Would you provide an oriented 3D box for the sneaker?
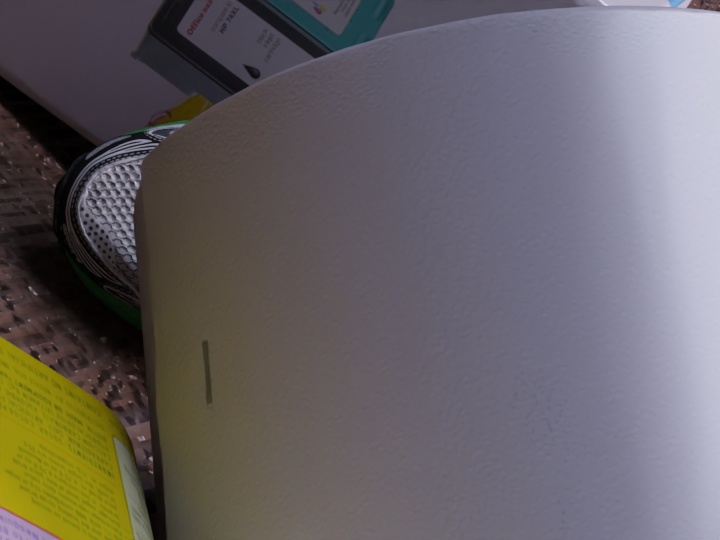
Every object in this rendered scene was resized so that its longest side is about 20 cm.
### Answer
[{"bbox_3d":[0.000,0.000,0.878,0.199,0.078,0.085,16,-4,2],"label":"sneaker"}]

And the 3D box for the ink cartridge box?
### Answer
[{"bbox_3d":[-0.009,-0.094,0.994,0.200,0.146,0.147,36,19,6],"label":"ink cartridge box"}]

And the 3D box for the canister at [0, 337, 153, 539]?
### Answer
[{"bbox_3d":[-0.098,0.091,0.585,0.148,0.087,0.200,33,22,-30],"label":"canister"}]

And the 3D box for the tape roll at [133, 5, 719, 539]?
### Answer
[{"bbox_3d":[0.046,0.039,0.704,0.202,0.202,0.140,21,56,-49],"label":"tape roll"}]
